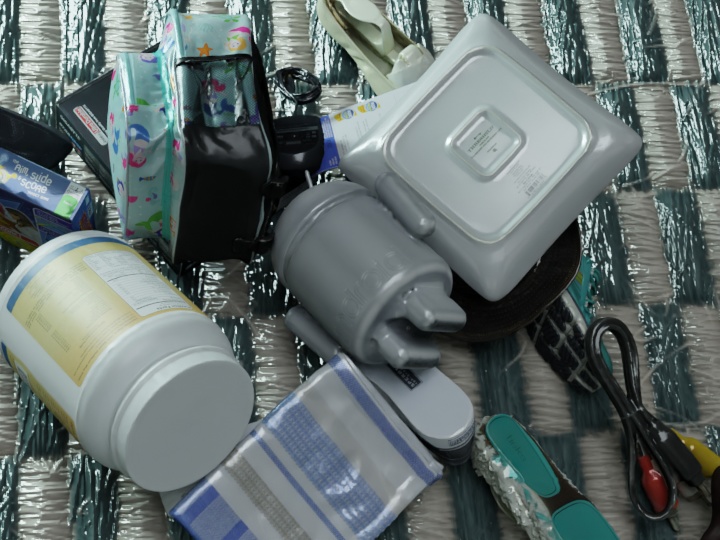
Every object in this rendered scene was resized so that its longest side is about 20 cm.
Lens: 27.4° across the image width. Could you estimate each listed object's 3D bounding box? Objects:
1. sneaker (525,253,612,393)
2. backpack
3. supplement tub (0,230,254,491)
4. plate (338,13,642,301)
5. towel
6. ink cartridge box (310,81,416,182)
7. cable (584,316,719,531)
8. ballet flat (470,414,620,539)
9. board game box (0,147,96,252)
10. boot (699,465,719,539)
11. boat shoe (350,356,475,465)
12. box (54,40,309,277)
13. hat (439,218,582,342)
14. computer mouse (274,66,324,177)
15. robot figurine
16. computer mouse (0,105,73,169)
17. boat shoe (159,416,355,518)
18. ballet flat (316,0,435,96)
[{"bbox_3d":[0.192,0.016,1.377,0.079,0.078,0.201,-11,66,-24],"label":"sneaker"},{"bbox_3d":[-0.143,-0.122,1.274,0.149,0.178,0.201,4,52,-9],"label":"backpack"},{"bbox_3d":[-0.193,0.073,1.208,0.144,0.145,0.200,-33,50,-22],"label":"supplement tub"},{"bbox_3d":[0.111,-0.107,1.297,0.200,0.032,0.200,42,84,18],"label":"plate"},{"bbox_3d":[-0.041,0.183,1.228,0.200,0.024,0.147,-42,105,-13],"label":"towel"},{"bbox_3d":[0.044,-0.132,1.387,0.199,0.042,0.120,-18,31,2],"label":"ink cartridge box"},{"bbox_3d":[0.246,0.142,1.317,0.097,0.050,0.200,-36,89,-12],"label":"cable"},{"bbox_3d":[0.161,0.211,1.270,0.071,0.072,0.200,-25,60,-20],"label":"ballet flat"},{"bbox_3d":[-0.328,-0.072,1.292,0.199,0.135,0.035,25,69,2],"label":"board game box"},{"bbox_3d":[0.272,0.265,1.253,0.165,0.072,0.202,-4,79,-9],"label":"boot"},{"bbox_3d":[0.034,0.094,1.315,0.072,0.068,0.200,-35,56,-17],"label":"boat shoe"},{"bbox_3d":[-0.166,-0.115,1.391,0.159,0.046,0.200,-34,75,-24],"label":"box"},{"bbox_3d":[0.101,-0.041,1.341,0.199,0.081,0.202,-11,65,24],"label":"hat"},{"bbox_3d":[-0.062,-0.138,1.388,0.058,0.034,0.200,-4,32,2],"label":"computer mouse"},{"bbox_3d":[0.000,0.000,1.270,0.200,0.113,0.170,43,106,29],"label":"robot figurine"},{"bbox_3d":[-0.354,-0.126,1.321,0.199,0.138,0.053,22,79,-33],"label":"computer mouse"},{"bbox_3d":[-0.076,0.164,1.264,0.199,0.074,0.066,-15,71,-5],"label":"boat shoe"},{"bbox_3d":[0.029,-0.214,1.463,0.069,0.070,0.200,-39,76,-24],"label":"ballet flat"}]
